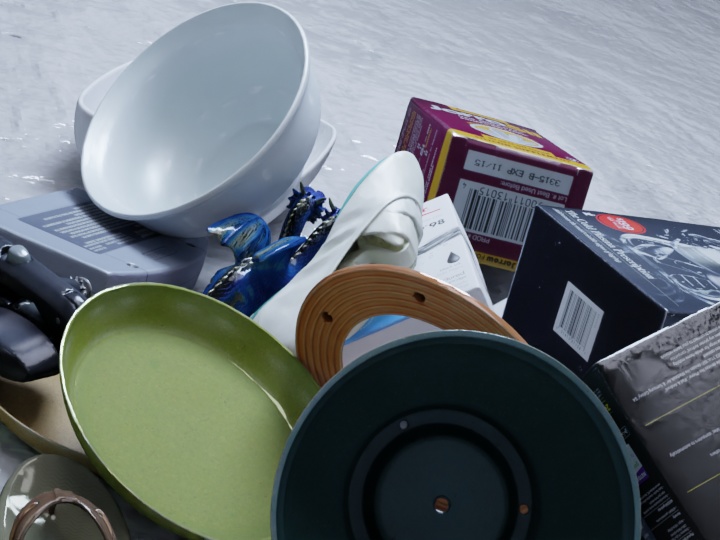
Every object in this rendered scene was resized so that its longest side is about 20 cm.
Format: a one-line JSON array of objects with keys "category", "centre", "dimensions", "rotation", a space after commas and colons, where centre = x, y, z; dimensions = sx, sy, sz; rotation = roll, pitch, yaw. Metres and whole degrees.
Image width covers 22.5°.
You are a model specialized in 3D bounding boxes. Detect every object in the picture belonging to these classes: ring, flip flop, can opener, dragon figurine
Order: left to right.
[{"category": "can opener", "centre": [-0.241, 0.001, 1.162], "dimensions": [0.078, 0.064, 0.200], "rotation": [-9, 36, -46]}, {"category": "flip flop", "centre": [-0.159, 0.155, 0.958], "dimensions": [0.081, 0.058, 0.200], "rotation": [15, 24, -9]}, {"category": "dragon figurine", "centre": [-0.074, -0.004, 1.261], "dimensions": [0.059, 0.100, 0.200], "rotation": [27, 23, 28]}, {"category": "ring", "centre": [0.046, 0.076, 1.127], "dimensions": [0.200, 0.201, 0.019], "rotation": [27, 49, 17]}]

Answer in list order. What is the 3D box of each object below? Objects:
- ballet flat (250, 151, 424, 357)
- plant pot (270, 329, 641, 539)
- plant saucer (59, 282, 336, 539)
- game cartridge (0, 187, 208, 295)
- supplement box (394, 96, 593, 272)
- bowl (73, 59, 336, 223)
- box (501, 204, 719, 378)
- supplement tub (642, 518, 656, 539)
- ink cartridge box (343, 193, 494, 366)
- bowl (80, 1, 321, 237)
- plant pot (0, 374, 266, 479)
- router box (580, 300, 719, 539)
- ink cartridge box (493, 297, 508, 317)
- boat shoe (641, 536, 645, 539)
[{"category": "ballet flat", "centre": [0.000, 0.000, 1.251], "dimensions": [0.069, 0.070, 0.200], "rotation": [29, 62, 22]}, {"category": "plant pot", "centre": [0.049, 0.136, 1.031], "dimensions": [0.199, 0.201, 0.134], "rotation": [19, -4, -1]}, {"category": "plant saucer", "centre": [-0.098, 0.093, 1.092], "dimensions": [0.199, 0.031, 0.201], "rotation": [26, 36, -21]}, {"category": "game cartridge", "centre": [-0.188, -0.014, 1.300], "dimensions": [0.133, 0.042, 0.200], "rotation": [27, 14, 10]}, {"category": "supplement box", "centre": [0.106, -0.073, 1.566], "dimensions": [0.130, 0.104, 0.200], "rotation": [13, 11, -13]}, {"category": "bowl", "centre": [-0.135, -0.099, 1.518], "dimensions": [0.199, 0.075, 0.200], "rotation": [23, 23, 6]}, {"category": "box", "centre": [0.233, 0.041, 1.323], "dimensions": [0.181, 0.105, 0.200], "rotation": [6, 21, -26]}, {"category": "supplement tub", "centre": [0.247, 0.147, 1.118], "dimensions": [0.140, 0.140, 0.200], "rotation": [-14, 64, -52]}, {"category": "ink cartridge box", "centre": [0.032, 0.015, 1.336], "dimensions": [0.115, 0.067, 0.200], "rotation": [-23, 26, 5]}, {"category": "bowl", "centre": [-0.103, -0.097, 1.350], "dimensions": [0.090, 0.201, 0.201], "rotation": [47, 0, -42]}, {"category": "plant pot", "centre": [-0.154, 0.083, 1.163], "dimensions": [0.199, 0.028, 0.200], "rotation": [16, 24, -7]}, {"category": "router box", "centre": [0.240, 0.085, 1.037], "dimensions": [0.199, 0.051, 0.150], "rotation": [-24, 73, -24]}, {"category": "ink cartridge box", "centre": [0.167, 0.082, 1.389], "dimensions": [0.176, 0.045, 0.200], "rotation": [28, 25, 22]}, {"category": "boat shoe", "centre": [0.244, 0.167, 1.230], "dimensions": [0.199, 0.072, 0.068], "rotation": [2, 38, -34]}]
